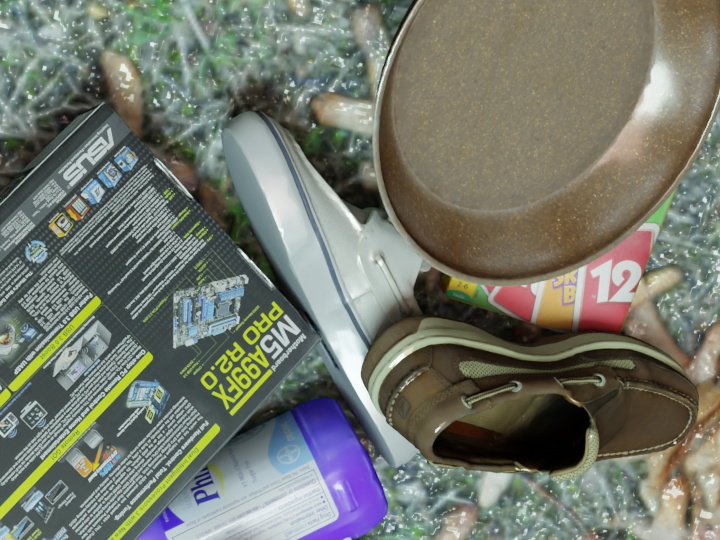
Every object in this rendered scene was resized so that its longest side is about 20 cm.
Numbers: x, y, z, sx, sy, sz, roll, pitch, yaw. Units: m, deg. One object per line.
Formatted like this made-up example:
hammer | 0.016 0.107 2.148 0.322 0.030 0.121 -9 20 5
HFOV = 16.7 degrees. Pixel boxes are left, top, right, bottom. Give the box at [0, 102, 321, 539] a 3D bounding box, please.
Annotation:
box | -0.140 0.046 1.160 0.160 0.044 0.200 47 71 -13

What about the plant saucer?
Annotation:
plant saucer | 0.085 -0.090 1.147 0.199 0.037 0.202 -16 123 -25

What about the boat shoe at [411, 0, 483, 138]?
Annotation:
boat shoe | 0.058 -0.154 1.167 0.062 0.071 0.202 1 102 -10

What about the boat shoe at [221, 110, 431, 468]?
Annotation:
boat shoe | 0.000 0.000 1.208 0.070 0.071 0.201 -32 109 -10

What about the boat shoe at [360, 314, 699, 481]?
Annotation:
boat shoe | 0.094 0.076 1.200 0.201 0.075 0.075 6 125 -34

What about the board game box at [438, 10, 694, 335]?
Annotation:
board game box | 0.117 -0.067 1.221 0.095 0.030 0.201 17 102 -12

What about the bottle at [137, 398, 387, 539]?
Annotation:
bottle | -0.087 0.134 1.219 0.199 0.084 0.066 -25 109 -3
